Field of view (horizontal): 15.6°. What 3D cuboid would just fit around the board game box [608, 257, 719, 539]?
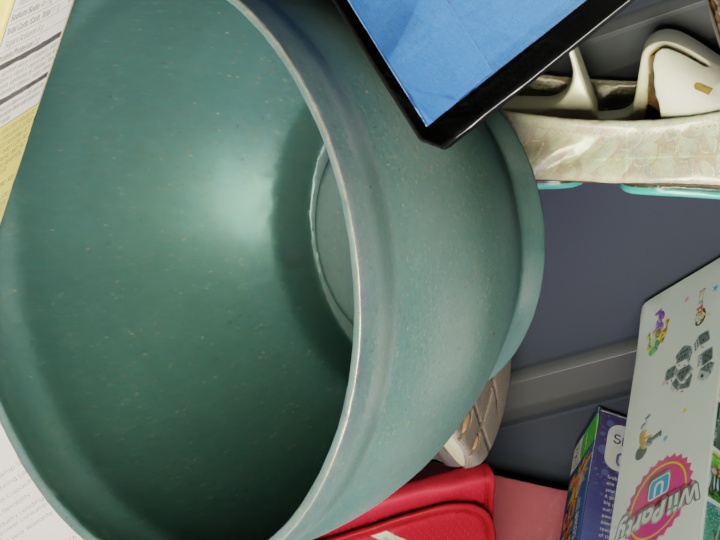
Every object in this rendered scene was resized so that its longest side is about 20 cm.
[{"bbox_3d":[0.170,0.114,1.027,0.147,0.201,0.064,32,138,-23],"label":"board game box"}]

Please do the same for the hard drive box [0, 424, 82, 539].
[{"bbox_3d":[-0.101,0.064,1.087,0.155,0.077,0.200,-33,128,3],"label":"hard drive box"}]

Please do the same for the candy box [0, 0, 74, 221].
[{"bbox_3d":[-0.161,-0.079,0.856,0.115,0.055,0.201,29,120,11],"label":"candy box"}]

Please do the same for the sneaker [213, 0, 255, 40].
[{"bbox_3d":[-0.108,-0.148,0.885,0.115,0.076,0.201,-1,142,16],"label":"sneaker"}]

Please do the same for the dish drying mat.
[{"bbox_3d":[-0.037,0.135,1.095,0.199,0.018,0.077,-15,136,-13],"label":"dish drying mat"}]

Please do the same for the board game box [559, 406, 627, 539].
[{"bbox_3d":[0.180,0.149,1.122,0.199,0.136,0.035,19,142,-5],"label":"board game box"}]

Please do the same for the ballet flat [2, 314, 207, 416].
[{"bbox_3d":[-0.100,0.031,0.970,0.199,0.075,0.068,10,122,-24],"label":"ballet flat"}]

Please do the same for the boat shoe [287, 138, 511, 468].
[{"bbox_3d":[0.000,0.000,1.053,0.073,0.075,0.201,0,134,34],"label":"boat shoe"}]

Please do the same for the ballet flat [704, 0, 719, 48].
[{"bbox_3d":[0.138,-0.111,0.868,0.046,0.068,0.200,-2,136,43],"label":"ballet flat"}]

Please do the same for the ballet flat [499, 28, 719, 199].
[{"bbox_3d":[0.090,-0.059,0.949,0.199,0.067,0.063,0,109,8],"label":"ballet flat"}]

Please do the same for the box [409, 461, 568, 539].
[{"bbox_3d":[0.034,0.204,1.176,0.108,0.201,0.128,11,147,4],"label":"box"}]

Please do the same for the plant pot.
[{"bbox_3d":[-0.022,-0.007,0.886,0.134,0.201,0.200,-9,162,-43],"label":"plant pot"}]

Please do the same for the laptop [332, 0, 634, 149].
[{"bbox_3d":[0.016,-0.169,0.755,0.177,0.104,0.200,-38,123,18],"label":"laptop"}]
